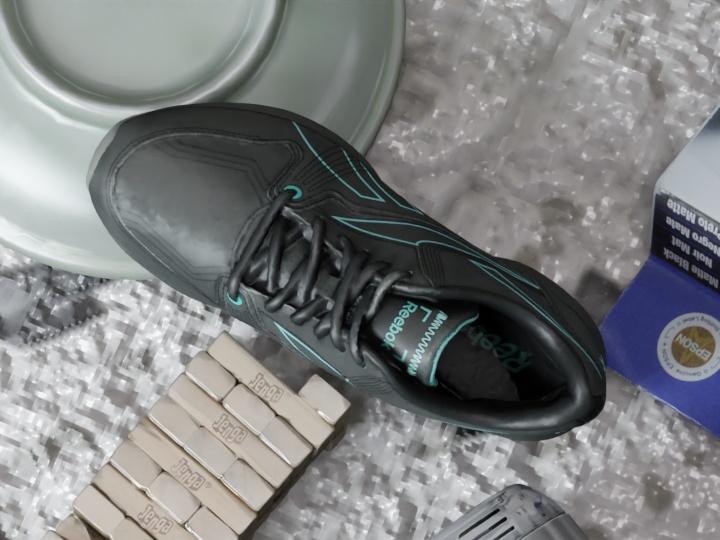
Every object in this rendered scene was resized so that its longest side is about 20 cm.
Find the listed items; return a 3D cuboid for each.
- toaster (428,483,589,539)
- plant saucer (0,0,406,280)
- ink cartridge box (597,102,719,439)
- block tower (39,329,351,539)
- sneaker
[{"bbox_3d":[0.040,0.162,1.008,0.200,0.114,0.129,-35,79,-8],"label":"toaster"},{"bbox_3d":[-0.081,-0.099,1.092,0.199,0.050,0.201,1,78,-3],"label":"plant saucer"},{"bbox_3d":[0.207,-0.009,1.055,0.199,0.041,0.200,32,77,27],"label":"ink cartridge box"},{"bbox_3d":[-0.087,0.109,1.042,0.058,0.054,0.200,41,78,6],"label":"block tower"},{"bbox_3d":[0.000,0.000,1.040,0.199,0.079,0.076,24,97,-7],"label":"sneaker"}]
